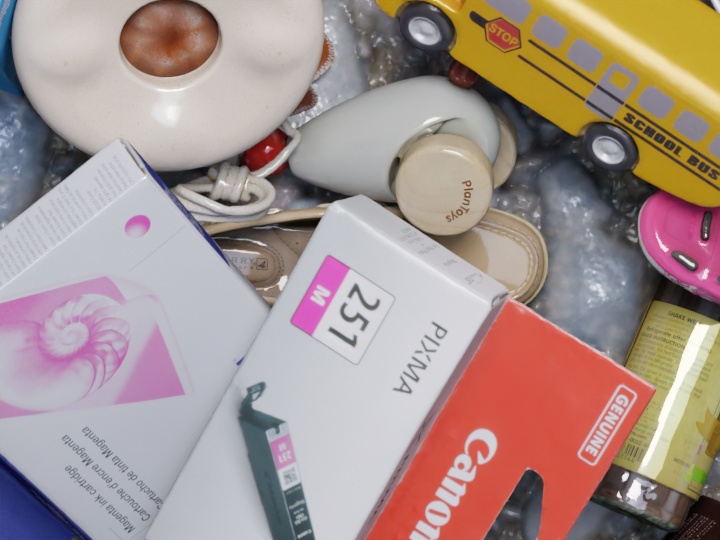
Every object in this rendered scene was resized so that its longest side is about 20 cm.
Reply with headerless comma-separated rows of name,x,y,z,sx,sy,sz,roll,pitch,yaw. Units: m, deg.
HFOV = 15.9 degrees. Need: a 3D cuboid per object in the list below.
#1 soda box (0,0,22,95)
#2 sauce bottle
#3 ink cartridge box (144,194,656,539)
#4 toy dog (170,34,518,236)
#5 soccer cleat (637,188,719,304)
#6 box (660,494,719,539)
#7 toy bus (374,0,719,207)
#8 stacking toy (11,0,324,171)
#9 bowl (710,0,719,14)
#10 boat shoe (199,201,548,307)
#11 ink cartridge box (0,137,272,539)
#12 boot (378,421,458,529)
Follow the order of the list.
soda box,-0.192,-0.133,1.239,0.068,0.200,0.064,18,86,-2
sauce bottle,0.176,0.035,1.335,0.065,0.065,0.200,24,86,-4
ink cartridge box,0.016,0.093,1.235,0.173,0.044,0.200,33,106,11
toy dog,-0.009,-0.085,1.302,0.200,0.132,0.096,3,111,-14
soccer cleat,0.233,-0.001,1.296,0.200,0.086,0.070,7,75,-3
box,0.203,0.242,1.284,0.200,0.164,0.166,44,85,-3
toy bus,0.110,-0.112,1.246,0.200,0.078,0.065,33,51,1
stacking toy,-0.102,-0.157,1.261,0.146,0.200,0.146,-6,127,-7
bowl,0.258,-0.175,1.325,0.200,0.105,0.201,0,88,-4
boat shoe,0.000,0.000,1.321,0.200,0.065,0.071,-3,89,-5
ink cartridge box,-0.138,0.060,1.254,0.200,0.043,0.196,-39,135,1
boot,-0.017,0.134,1.298,0.138,0.077,0.200,-18,104,-2
